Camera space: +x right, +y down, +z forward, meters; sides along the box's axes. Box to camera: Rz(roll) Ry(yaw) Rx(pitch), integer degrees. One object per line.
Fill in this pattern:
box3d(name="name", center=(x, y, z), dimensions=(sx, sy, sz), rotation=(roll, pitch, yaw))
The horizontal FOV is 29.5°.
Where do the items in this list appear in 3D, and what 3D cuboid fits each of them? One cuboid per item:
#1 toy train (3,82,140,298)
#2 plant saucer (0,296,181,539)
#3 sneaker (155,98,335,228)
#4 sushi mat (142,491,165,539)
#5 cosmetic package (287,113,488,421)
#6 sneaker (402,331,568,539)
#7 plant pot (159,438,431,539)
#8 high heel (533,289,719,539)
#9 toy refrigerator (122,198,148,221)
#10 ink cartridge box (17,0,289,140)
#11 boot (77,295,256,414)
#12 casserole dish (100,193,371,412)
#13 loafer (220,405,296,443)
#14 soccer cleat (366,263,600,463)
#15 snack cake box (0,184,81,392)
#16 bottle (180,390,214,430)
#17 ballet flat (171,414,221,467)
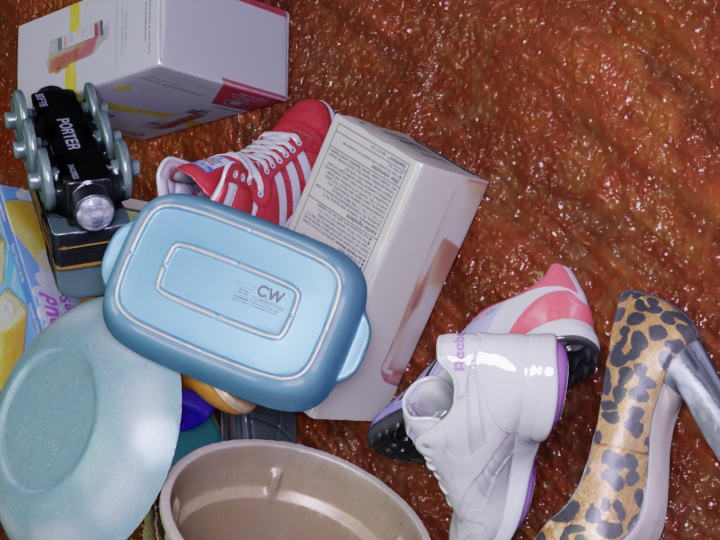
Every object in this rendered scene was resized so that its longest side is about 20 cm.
box3d(name="toy train", center=(-0.224, -0.067, 1.061), dimensions=(0.200, 0.084, 0.115), rotation=(-126, 33, -52))
box3d(name="plant saucer", center=(-0.212, 0.111, 0.982), dimensions=(0.199, 0.039, 0.203), rotation=(-14, 65, 33))
box3d(name="sneaker", center=(-0.084, -0.079, 1.041), dimensions=(0.071, 0.113, 0.201), rotation=(3, 55, 33))
box3d(name="sushi mat", center=(-0.169, 0.221, 1.108), dimensions=(0.200, 0.012, 0.097), rotation=(155, 115, -76))
box3d(name="cosmetic package", center=(0.000, 0.000, 1.012), dimensions=(0.103, 0.087, 0.202), rotation=(35, 106, 39))
box3d(name="sneaker", center=(0.071, 0.110, 0.893), dimensions=(0.075, 0.098, 0.201), rotation=(-84, 3, -50))
box3d(name="plant pot", center=(-0.068, 0.254, 0.982), dimensions=(0.200, 0.199, 0.185), rotation=(39, 120, 39))
box3d(name="high heel", center=(0.144, 0.113, 0.869), dimensions=(0.199, 0.071, 0.143), rotation=(-36, 63, 18))
box3d(name="toy refrigerator", center=(-0.238, 0.034, 1.236), dimensions=(0.069, 0.075, 0.203), rotation=(3, 85, 43))
box3d(name="ink cartridge box", center=(-0.179, -0.177, 1.169), dimensions=(0.199, 0.144, 0.084), rotation=(-8, 79, 42))
box3d(name="boot", center=(-0.166, 0.085, 1.025), dimensions=(0.144, 0.071, 0.201), rotation=(-47, 46, 7))
box3d(name="casserole dish", center=(-0.088, 0.017, 0.935), dimensions=(0.198, 0.039, 0.122), rotation=(21, 80, 7))
box3d(name="loafer", center=(-0.093, 0.060, 1.104), dimensions=(0.063, 0.071, 0.203), rotation=(-9, 79, 47))
box3d(name="soccer cleat", center=(0.082, 0.070, 0.951), dimensions=(0.199, 0.068, 0.074), rotation=(-36, 40, 35))
box3d(name="snack cake box", center=(-0.294, 0.042, 1.188), dimensions=(0.115, 0.067, 0.201), rotation=(-40, 60, 28))
box3d(name="bottle", center=(-0.153, 0.029, 1.140), dimensions=(0.065, 0.083, 0.202), rotation=(-34, 45, 47))
box3d(name="ballet flat", center=(-0.163, 0.125, 1.169), dimensions=(0.067, 0.066, 0.201), rotation=(-59, 44, 46))
